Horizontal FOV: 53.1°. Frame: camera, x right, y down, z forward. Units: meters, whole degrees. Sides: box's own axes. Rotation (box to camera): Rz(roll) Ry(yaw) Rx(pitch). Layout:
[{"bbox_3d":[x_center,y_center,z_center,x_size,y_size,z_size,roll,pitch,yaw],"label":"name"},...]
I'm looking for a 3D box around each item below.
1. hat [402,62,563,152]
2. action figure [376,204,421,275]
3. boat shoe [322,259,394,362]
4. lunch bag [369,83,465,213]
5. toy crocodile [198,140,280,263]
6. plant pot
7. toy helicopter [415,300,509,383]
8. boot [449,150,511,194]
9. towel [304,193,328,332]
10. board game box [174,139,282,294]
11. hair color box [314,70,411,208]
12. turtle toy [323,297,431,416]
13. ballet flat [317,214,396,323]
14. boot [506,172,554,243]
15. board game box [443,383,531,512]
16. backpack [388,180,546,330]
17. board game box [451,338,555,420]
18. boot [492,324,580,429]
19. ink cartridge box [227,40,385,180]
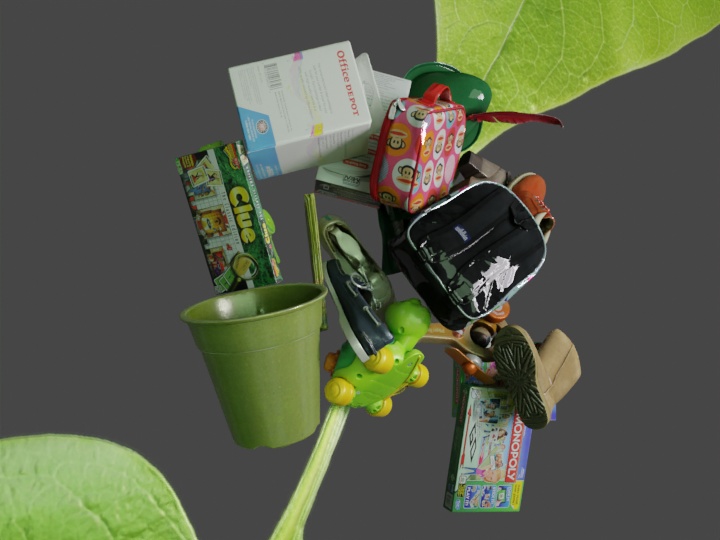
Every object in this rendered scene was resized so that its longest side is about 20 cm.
[{"bbox_3d":[0.188,-0.293,1.184,0.199,0.176,0.167,-3,84,-26],"label":"hat"},{"bbox_3d":[0.066,-0.101,1.171,0.118,0.055,0.201,-13,85,-24],"label":"action figure"},{"bbox_3d":[-0.006,0.044,1.019,0.062,0.200,0.075,-28,126,2],"label":"boat shoe"},{"bbox_3d":[0.092,-0.183,1.052,0.200,0.082,0.177,-25,131,-62],"label":"lunch bag"},{"bbox_3d":[-0.177,-0.093,1.046,0.067,0.062,0.201,-28,98,15],"label":"toy crocodile"},{"bbox_3d":[-0.130,0.132,0.981,0.199,0.200,0.191,-13,101,-27],"label":"plant pot"},{"bbox_3d":[0.147,0.109,1.140,0.199,0.079,0.133,3,62,-14],"label":"toy helicopter"},{"bbox_3d":[0.207,-0.102,1.218,0.146,0.070,0.201,41,59,-26],"label":"boot"},{"bbox_3d":[-0.070,-0.009,1.072,0.018,0.086,0.201,-5,84,-11],"label":"towel"},{"bbox_3d":[-0.183,-0.071,1.001,0.023,0.104,0.201,-41,118,-66],"label":"board game box"},{"bbox_3d":[0.003,-0.210,1.131,0.110,0.064,0.201,15,75,-3],"label":"hair color box"},{"bbox_3d":[0.029,0.126,1.060,0.200,0.101,0.146,-41,144,13],"label":"turtle toy"},{"bbox_3d":[0.000,0.000,1.115,0.069,0.069,0.200,-41,101,-25],"label":"ballet flat"},{"bbox_3d":[0.279,-0.091,1.176,0.075,0.107,0.200,56,51,-29],"label":"boot"},{"bbox_3d":[0.212,0.288,1.171,0.134,0.029,0.201,8,91,-24],"label":"board game box"},{"bbox_3d":[0.160,-0.026,1.048,0.200,0.151,0.178,-36,86,-19],"label":"backpack"},{"bbox_3d":[0.248,0.186,1.232,0.199,0.029,0.135,7,79,-25],"label":"board game box"},{"bbox_3d":[0.289,0.140,1.165,0.200,0.066,0.176,-30,108,-54],"label":"boot"},{"bbox_3d":[-0.072,-0.227,1.032,0.199,0.125,0.129,-13,79,-5],"label":"ink cartridge box"}]
